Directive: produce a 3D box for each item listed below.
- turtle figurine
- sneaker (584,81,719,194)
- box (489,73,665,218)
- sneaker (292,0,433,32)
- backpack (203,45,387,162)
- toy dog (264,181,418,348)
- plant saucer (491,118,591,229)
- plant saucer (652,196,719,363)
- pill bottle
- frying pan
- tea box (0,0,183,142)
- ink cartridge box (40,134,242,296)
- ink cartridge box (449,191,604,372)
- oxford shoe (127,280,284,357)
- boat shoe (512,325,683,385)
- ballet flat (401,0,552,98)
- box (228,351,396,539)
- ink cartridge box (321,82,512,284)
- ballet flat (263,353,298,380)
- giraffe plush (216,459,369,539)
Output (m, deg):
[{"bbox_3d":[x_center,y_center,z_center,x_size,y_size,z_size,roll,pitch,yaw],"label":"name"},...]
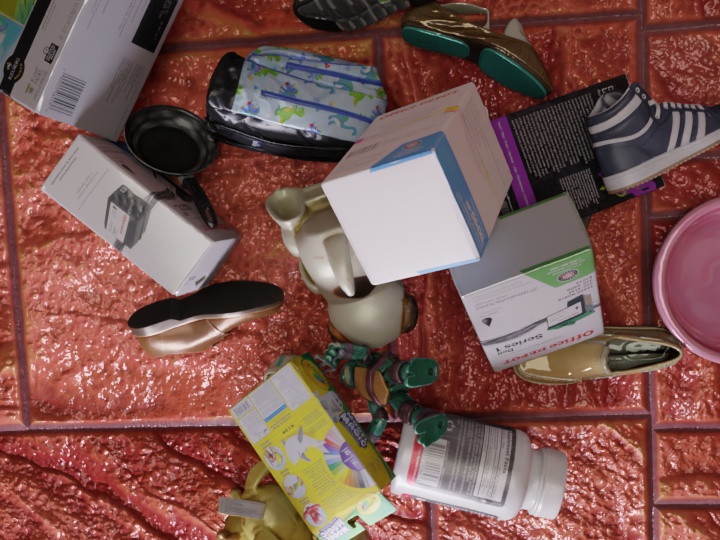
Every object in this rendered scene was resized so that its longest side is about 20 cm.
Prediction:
[{"bbox_3d":[0.014,0.136,0.969,0.101,0.200,0.150,-38,113,-30],"label":"turtle figurine"},{"bbox_3d":[0.347,-0.176,0.949,0.200,0.070,0.109,-28,96,-15],"label":"sneaker"},{"bbox_3d":[0.246,-0.132,0.974,0.200,0.036,0.143,-20,92,-12],"label":"box"},{"bbox_3d":[0.014,-0.364,1.003,0.200,0.075,0.116,-7,66,22],"label":"sneaker"},{"bbox_3d":[-0.068,-0.190,0.976,0.200,0.163,0.154,23,81,-4],"label":"backpack"},{"bbox_3d":[0.000,0.000,0.975,0.139,0.194,0.200,-25,125,-6],"label":"toy dog"},{"bbox_3d":[0.186,-0.088,1.019,0.200,0.029,0.201,1,95,7],"label":"plant saucer"},{"bbox_3d":[0.444,0.011,0.985,0.200,0.051,0.201,0,92,3],"label":"plant saucer"},{"bbox_3d":[0.143,0.238,1.008,0.200,0.111,0.111,13,96,5],"label":"pill bottle"},{"bbox_3d":[-0.207,-0.132,1.019,0.190,0.115,0.031,44,139,10],"label":"frying pan"},{"bbox_3d":[-0.350,-0.292,0.976,0.197,0.134,0.200,31,97,26],"label":"tea box"},{"bbox_3d":[-0.257,-0.068,1.006,0.200,0.145,0.084,39,97,1],"label":"ink cartridge box"},{"bbox_3d":[0.189,0.021,0.937,0.146,0.200,0.084,-21,55,8],"label":"ink cartridge box"},{"bbox_3d":[-0.188,0.064,1.060,0.200,0.071,0.071,-13,121,7],"label":"oxford shoe"},{"bbox_3d":[0.284,0.101,1.000,0.200,0.076,0.072,-11,94,7],"label":"boat shoe"},{"bbox_3d":[0.148,-0.277,0.996,0.200,0.068,0.072,24,78,7],"label":"ballet flat"},{"bbox_3d":[-0.048,0.206,0.943,0.117,0.048,0.200,-39,81,28],"label":"box"},{"bbox_3d":[0.071,-0.099,0.880,0.128,0.200,0.125,-13,116,30],"label":"ink cartridge box"},{"bbox_3d":[-0.073,0.205,1.050,0.069,0.069,0.200,-20,93,7],"label":"ballet flat"},{"bbox_3d":[-0.107,0.331,1.024,0.200,0.162,0.173,30,55,-13],"label":"giraffe plush"}]
